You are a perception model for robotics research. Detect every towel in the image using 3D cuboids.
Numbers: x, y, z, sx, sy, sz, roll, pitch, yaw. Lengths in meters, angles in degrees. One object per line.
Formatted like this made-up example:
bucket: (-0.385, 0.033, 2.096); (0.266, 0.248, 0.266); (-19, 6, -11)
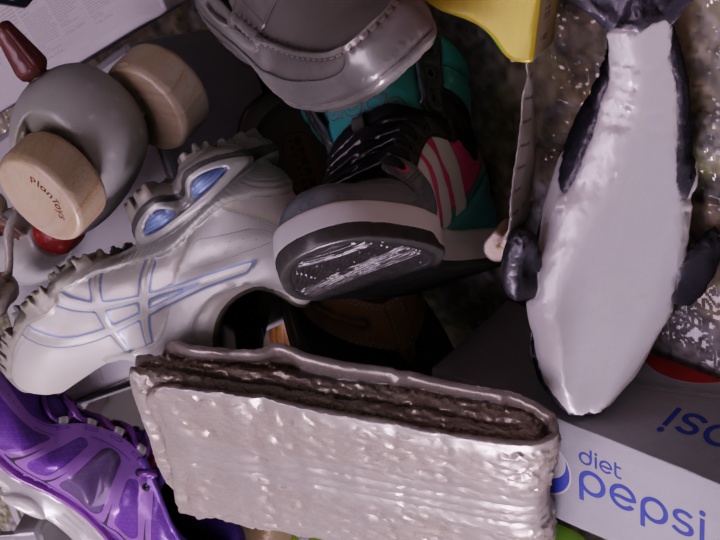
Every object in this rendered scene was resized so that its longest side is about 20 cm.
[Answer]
towel: (-0.005, 0.088, 0.848); (0.198, 0.035, 0.133); (10, 146, 12)

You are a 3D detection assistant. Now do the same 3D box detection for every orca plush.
orca plush: (0.096, -0.039, 0.796); (0.071, 0.105, 0.201); (-128, 23, -57)

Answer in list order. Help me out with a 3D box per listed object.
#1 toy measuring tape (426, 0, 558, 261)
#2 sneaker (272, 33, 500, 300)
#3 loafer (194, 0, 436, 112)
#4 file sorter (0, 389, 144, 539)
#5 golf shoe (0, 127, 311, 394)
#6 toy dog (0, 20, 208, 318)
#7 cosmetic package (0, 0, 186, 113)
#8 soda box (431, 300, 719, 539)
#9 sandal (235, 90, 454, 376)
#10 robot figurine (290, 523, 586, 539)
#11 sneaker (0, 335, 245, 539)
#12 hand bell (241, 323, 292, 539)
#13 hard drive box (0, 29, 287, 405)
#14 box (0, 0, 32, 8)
toy measuring tape: (0.047, -0.106, 0.777); (0.073, 0.073, 0.202); (19, 114, 35)
sneaker: (0.006, -0.055, 0.804); (0.083, 0.200, 0.122); (-18, 83, 18)
loafer: (-0.031, -0.118, 0.782); (0.070, 0.070, 0.200); (52, 169, -27)
file sorter: (-0.199, 0.160, 1.099); (0.124, 0.200, 0.140); (-6, 116, 15)
golf shoe: (-0.096, 0.024, 0.864); (0.200, 0.078, 0.098); (-38, 83, 36)
toy dog: (-0.161, -0.055, 0.884); (0.096, 0.132, 0.200); (48, 128, -4)
cosmetic package: (-0.162, -0.153, 0.986); (0.199, 0.051, 0.083); (-18, 105, 49)
soda box: (0.131, 0.084, 0.846); (0.199, 0.068, 0.064); (21, 132, 35)
sandal: (0.000, 0.000, 0.902); (0.055, 0.081, 0.201); (-20, 90, 65)
robot figurine: (0.045, 0.174, 0.948); (0.199, 0.116, 0.177); (15, 90, 28)
sneaker: (-0.139, 0.098, 0.981); (0.083, 0.081, 0.200); (-37, 110, 25)
hand bell: (-0.038, 0.077, 1.016); (0.104, 0.104, 0.201); (23, 118, 33)
hard drive box: (-0.122, -0.022, 0.991); (0.199, 0.076, 0.157); (-22, 85, 51)
box: (-0.167, -0.236, 0.841); (0.200, 0.106, 0.150); (-30, 61, 51)
